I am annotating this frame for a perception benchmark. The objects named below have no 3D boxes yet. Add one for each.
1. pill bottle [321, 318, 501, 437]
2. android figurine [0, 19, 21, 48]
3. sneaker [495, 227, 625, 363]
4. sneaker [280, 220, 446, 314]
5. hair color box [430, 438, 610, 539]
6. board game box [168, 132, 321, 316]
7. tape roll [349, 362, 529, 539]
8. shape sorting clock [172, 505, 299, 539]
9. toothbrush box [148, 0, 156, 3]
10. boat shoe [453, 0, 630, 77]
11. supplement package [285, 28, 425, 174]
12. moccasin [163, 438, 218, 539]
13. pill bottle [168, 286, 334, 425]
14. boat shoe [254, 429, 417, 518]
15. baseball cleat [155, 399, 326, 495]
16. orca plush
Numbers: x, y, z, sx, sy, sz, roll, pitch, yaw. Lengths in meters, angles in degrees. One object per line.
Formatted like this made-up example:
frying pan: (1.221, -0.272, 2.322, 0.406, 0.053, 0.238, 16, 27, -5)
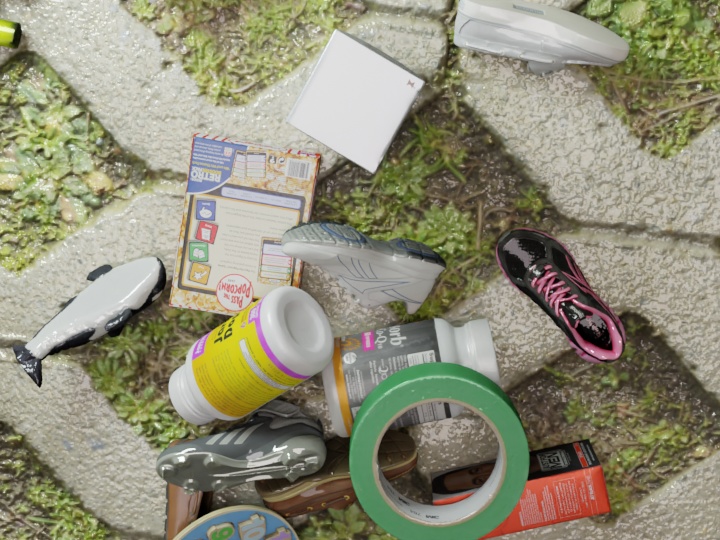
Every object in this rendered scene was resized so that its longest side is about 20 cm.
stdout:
pill bottle: (0.059, 0.120, 1.525, 0.197, 0.116, 0.118, -11, 99, 3)
android figurine: (-0.483, -0.319, 1.511, 0.197, 0.041, 0.184, 13, 99, -2)
sneaker: (0.235, 0.031, 1.517, 0.200, 0.095, 0.079, 45, 99, -4)
sneaker: (0.000, 0.000, 1.513, 0.198, 0.075, 0.088, 15, 108, -18)
hair color box: (0.185, 0.260, 1.550, 0.197, 0.102, 0.062, -14, 99, 3)
board game box: (-0.134, -0.047, 1.538, 0.149, 0.046, 0.203, 10, 99, 0)
tape roll: (0.086, 0.205, 1.462, 0.198, 0.048, 0.203, 0, 104, 0)
shape sorting clock: (-0.157, 0.369, 1.562, 0.198, 0.039, 0.202, -14, 118, -29)
toothbrush box: (-0.225, -0.414, 1.417, 0.146, 0.086, 0.200, -32, 132, 7)
boat shoe: (0.201, -0.256, 1.490, 0.197, 0.072, 0.069, 12, 121, -7)
supplement package: (-0.003, -0.187, 1.435, 0.109, 0.200, 0.115, 30, 98, -3)
moccasin: (-0.192, 0.303, 1.587, 0.077, 0.074, 0.204, 1, 89, 10)
pill bottle: (-0.130, 0.105, 1.507, 0.199, 0.104, 0.105, -32, 97, 33)
boat shoe: (-0.024, 0.245, 1.576, 0.198, 0.072, 0.068, -17, 126, 6)
baseball cleat: (-0.140, 0.205, 1.550, 0.197, 0.107, 0.070, 0, 130, -8)
orca plush: (-0.302, 0.067, 1.548, 0.200, 0.105, 0.071, -46, 137, -15)
